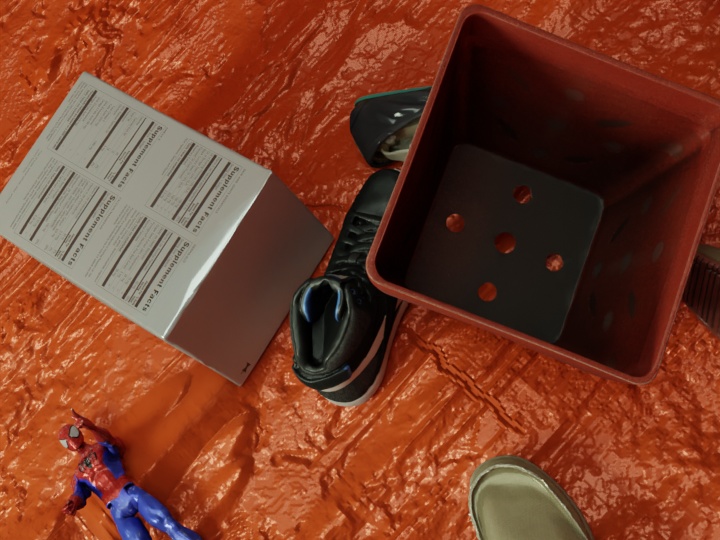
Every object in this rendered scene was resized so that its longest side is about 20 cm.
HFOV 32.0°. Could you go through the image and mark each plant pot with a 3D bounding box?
[{"bbox_3d":[0.119,-0.037,0.897,0.199,0.176,0.200,21,79,-2],"label":"plant pot"}]

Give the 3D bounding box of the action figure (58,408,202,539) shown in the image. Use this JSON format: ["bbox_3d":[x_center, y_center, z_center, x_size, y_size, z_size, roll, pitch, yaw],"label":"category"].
[{"bbox_3d":[-0.190,0.185,0.993,0.065,0.099,0.200,-47,62,-2],"label":"action figure"}]

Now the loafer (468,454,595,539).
[{"bbox_3d":[0.138,0.215,0.885,0.076,0.068,0.200,-34,65,5],"label":"loafer"}]

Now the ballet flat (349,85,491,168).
[{"bbox_3d":[0.085,-0.126,1.019,0.199,0.073,0.073,-14,68,20],"label":"ballet flat"}]

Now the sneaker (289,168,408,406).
[{"bbox_3d":[0.000,0.000,0.980,0.073,0.112,0.201,8,75,20],"label":"sneaker"}]

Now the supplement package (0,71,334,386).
[{"bbox_3d":[-0.159,-0.032,1.022,0.200,0.152,0.151,29,82,25],"label":"supplement package"}]

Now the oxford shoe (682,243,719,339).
[{"bbox_3d":[0.317,0.030,0.901,0.200,0.071,0.075,33,58,26],"label":"oxford shoe"}]
